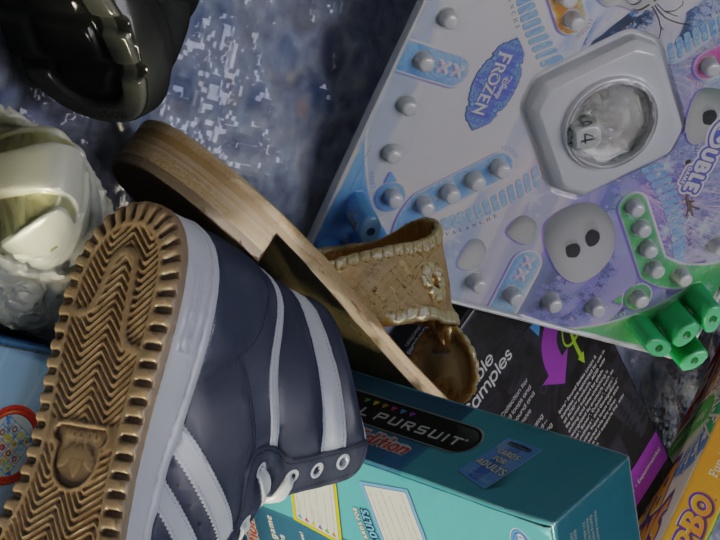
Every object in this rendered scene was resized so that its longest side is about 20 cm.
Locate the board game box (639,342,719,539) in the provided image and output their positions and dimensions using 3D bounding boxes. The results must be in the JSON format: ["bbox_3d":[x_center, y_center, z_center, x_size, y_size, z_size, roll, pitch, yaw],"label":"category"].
[{"bbox_3d":[0.166,0.113,1.043,0.096,0.030,0.200,112,3,-75],"label":"board game box"}]

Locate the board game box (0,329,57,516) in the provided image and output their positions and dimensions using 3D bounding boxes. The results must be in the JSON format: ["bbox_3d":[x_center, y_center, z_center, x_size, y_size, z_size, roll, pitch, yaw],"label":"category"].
[{"bbox_3d":[-0.147,0.116,0.698,0.196,0.056,0.201,17,88,-50],"label":"board game box"}]

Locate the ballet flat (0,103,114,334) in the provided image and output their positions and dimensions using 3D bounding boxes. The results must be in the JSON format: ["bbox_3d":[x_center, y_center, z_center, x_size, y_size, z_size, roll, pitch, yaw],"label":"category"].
[{"bbox_3d":[-0.130,-0.032,0.656,0.200,0.072,0.072,30,78,-48],"label":"ballet flat"}]

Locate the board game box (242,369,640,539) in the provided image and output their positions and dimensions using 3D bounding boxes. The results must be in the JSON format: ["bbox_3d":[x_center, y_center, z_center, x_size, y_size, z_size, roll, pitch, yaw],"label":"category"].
[{"bbox_3d":[0.017,0.117,0.776,0.047,0.200,0.151,-35,126,-37],"label":"board game box"}]

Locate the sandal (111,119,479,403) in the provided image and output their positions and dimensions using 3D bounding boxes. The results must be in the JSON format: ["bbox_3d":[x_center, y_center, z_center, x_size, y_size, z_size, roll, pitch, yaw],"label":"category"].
[{"bbox_3d":[0.003,0.000,0.790,0.212,0.078,0.070,43,72,-25],"label":"sandal"}]

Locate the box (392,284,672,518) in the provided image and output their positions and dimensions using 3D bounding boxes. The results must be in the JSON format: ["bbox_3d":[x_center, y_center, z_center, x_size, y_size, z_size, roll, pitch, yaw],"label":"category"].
[{"bbox_3d":[0.073,0.082,0.959,0.143,0.036,0.200,-54,137,-25],"label":"box"}]

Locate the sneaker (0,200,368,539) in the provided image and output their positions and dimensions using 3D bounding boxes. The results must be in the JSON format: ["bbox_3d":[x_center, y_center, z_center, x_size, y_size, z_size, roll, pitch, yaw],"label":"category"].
[{"bbox_3d":[-0.064,0.087,0.688,0.108,0.070,0.201,25,80,-48],"label":"sneaker"}]

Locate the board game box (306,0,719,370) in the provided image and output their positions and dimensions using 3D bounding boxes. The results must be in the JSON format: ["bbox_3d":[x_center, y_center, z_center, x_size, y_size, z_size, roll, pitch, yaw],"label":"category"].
[{"bbox_3d":[0.103,-0.060,0.846,0.199,0.026,0.200,14,114,-27],"label":"board game box"}]

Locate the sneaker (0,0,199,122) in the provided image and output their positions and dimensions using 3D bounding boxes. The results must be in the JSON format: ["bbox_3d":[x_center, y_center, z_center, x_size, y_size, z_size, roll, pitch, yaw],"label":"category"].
[{"bbox_3d":[-0.099,-0.147,0.675,0.079,0.075,0.200,-56,145,-38],"label":"sneaker"}]
